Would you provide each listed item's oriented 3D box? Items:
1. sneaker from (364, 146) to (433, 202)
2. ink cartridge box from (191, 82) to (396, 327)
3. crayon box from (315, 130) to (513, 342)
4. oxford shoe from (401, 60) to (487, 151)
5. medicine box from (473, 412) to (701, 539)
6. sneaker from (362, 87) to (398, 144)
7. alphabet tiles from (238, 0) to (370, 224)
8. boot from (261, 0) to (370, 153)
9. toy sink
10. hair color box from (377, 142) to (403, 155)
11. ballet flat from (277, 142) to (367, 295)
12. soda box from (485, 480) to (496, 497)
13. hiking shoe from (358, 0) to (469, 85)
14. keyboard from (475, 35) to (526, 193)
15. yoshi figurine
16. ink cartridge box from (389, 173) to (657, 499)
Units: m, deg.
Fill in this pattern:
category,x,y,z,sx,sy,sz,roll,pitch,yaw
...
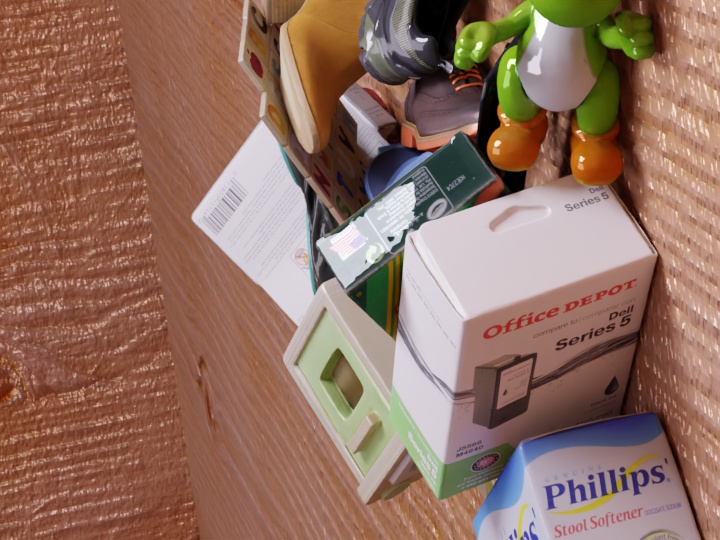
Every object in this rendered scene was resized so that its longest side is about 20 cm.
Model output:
category,x,y,z,sx,sy,sz,roll,pitch,yaw
sneaker,0.057,-0.051,1.671,0.082,0.074,0.200,37,-178,-41
ink cartridge box,-0.033,-0.060,1.947,0.176,0.045,0.200,45,119,11
crayon box,0.068,0.000,1.498,0.051,0.127,0.200,56,-173,33
oxford shoe,0.071,-0.127,1.653,0.200,0.071,0.073,-162,71,-72
medicine box,0.163,0.224,1.475,0.182,0.102,0.201,108,147,-66
sneaker,-0.006,-0.076,2.021,0.082,0.077,0.201,-97,9,-62
alphabet tiles,-0.040,-0.122,1.769,0.200,0.006,0.167,53,-158,-29
boot,0.005,-0.179,1.718,0.071,0.143,0.202,91,169,-48
toy sink,0.041,0.104,1.733,0.201,0.112,0.130,57,151,16
hair color box,0.058,0.001,1.836,0.100,0.060,0.201,-119,21,-53
ballet flat,-0.023,-0.071,1.880,0.068,0.068,0.201,-44,-58,-66
soda box,0.133,0.165,1.646,0.068,0.064,0.201,-130,32,-64
hiking shoe,0.055,-0.242,1.649,0.100,0.075,0.201,0,90,46
keyboard,0.092,-0.091,1.518,0.039,0.104,0.201,28,144,18
yoshi figurine,0.124,-0.142,1.343,0.112,0.112,0.201,43,143,42
ink cartridge box,0.104,0.045,1.459,0.084,0.145,0.201,58,158,34
